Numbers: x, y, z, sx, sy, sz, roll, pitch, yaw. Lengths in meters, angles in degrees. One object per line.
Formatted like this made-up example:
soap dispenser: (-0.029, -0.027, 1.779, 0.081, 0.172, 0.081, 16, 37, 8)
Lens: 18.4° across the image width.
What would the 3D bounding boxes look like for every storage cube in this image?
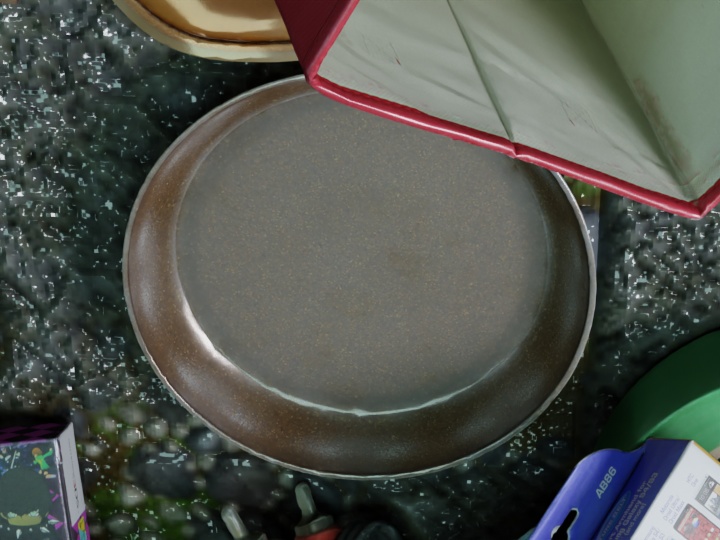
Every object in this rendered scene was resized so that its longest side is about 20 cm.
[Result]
storage cube: (0.068, -0.155, 0.729, 0.171, 0.180, 0.200, 16, 125, -32)

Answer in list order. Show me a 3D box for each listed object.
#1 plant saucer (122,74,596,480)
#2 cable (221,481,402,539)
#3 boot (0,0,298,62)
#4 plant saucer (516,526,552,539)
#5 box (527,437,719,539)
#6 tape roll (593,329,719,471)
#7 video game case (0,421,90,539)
plant saucer: (0.000, 0.000, 0.942, 0.199, 0.032, 0.201, 2, 121, 4)
cable: (-0.009, 0.194, 1.016, 0.050, 0.097, 0.201, -1, 111, 54)
boot: (-0.067, -0.169, 0.831, 0.199, 0.077, 0.156, 14, 117, 5)
plant saucer: (0.018, 0.197, 0.978, 0.200, 0.019, 0.070, -37, 100, -4)
box: (0.153, 0.162, 0.927, 0.200, 0.041, 0.119, 39, 73, -19)
tape roll: (0.199, 0.115, 0.984, 0.200, 0.048, 0.201, 2, 121, 3)
video game case: (-0.217, 0.169, 1.028, 0.199, 0.036, 0.182, -7, 101, 9)
